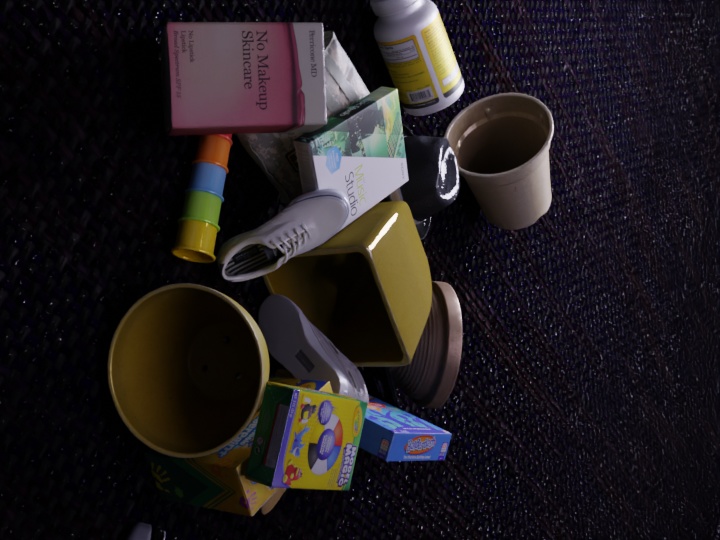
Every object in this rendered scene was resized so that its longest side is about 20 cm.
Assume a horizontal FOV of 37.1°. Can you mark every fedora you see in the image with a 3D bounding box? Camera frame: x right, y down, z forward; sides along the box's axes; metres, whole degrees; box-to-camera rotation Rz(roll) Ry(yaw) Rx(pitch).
[{"bbox_3d":[0.107,-0.154,1.743,0.200,0.090,0.204,39,45,-52],"label":"fedora"}]

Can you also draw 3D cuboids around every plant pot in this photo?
[{"bbox_3d":[0.084,0.116,1.712,0.091,0.200,0.205,5,85,-17],"label":"plant pot"},{"bbox_3d":[0.265,-0.181,1.937,0.203,0.197,0.185,-64,147,-30],"label":"plant pot"},{"bbox_3d":[0.000,0.000,1.568,0.201,0.191,0.198,-54,130,-46],"label":"plant pot"},{"bbox_3d":[-0.192,0.117,1.324,0.142,0.196,0.205,1,89,-77],"label":"plant pot"}]

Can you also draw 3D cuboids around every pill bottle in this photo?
[{"bbox_3d":[0.088,-0.364,1.739,0.113,0.111,0.202,-52,130,-39],"label":"pill bottle"}]

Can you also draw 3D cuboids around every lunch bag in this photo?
[{"bbox_3d":[-0.081,-0.210,1.513,0.202,0.116,0.165,-61,139,-22],"label":"lunch bag"}]

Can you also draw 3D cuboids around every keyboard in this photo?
[{"bbox_3d":[0.038,0.168,1.659,0.039,0.104,0.203,-30,128,-21],"label":"keyboard"}]

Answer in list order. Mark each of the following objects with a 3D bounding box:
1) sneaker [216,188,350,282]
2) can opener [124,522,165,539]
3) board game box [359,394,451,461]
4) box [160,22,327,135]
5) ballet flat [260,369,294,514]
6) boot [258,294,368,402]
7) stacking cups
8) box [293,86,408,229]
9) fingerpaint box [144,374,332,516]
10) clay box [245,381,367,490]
[{"bbox_3d":[-0.099,-0.037,1.417,0.074,0.198,0.071,56,10,-25],"label":"sneaker"},{"bbox_3d":[-0.281,0.412,1.306,0.066,0.053,0.204,21,71,-17],"label":"can opener"},{"bbox_3d":[0.012,0.220,1.562,0.151,0.198,0.046,12,96,-53],"label":"board game box"},{"bbox_3d":[-0.148,-0.239,1.345,0.196,0.109,0.131,-4,93,-14],"label":"box"},{"bbox_3d":[-0.105,0.241,1.507,0.069,0.062,0.204,57,38,-80],"label":"ballet flat"},{"bbox_3d":[-0.065,0.122,1.501,0.073,0.201,0.095,-43,150,11],"label":"boot"},{"bbox_3d":[-0.202,-0.116,1.395,0.060,0.060,0.204,24,70,-50],"label":"stacking cups"},{"bbox_3d":[-0.008,-0.152,1.497,0.199,0.036,0.147,-39,131,-41],"label":"box"},{"bbox_3d":[-0.147,0.216,1.377,0.199,0.164,0.075,-39,120,-45],"label":"fingerpaint box"},{"bbox_3d":[-0.055,0.207,1.317,0.199,0.047,0.117,19,82,-56],"label":"clay box"}]
